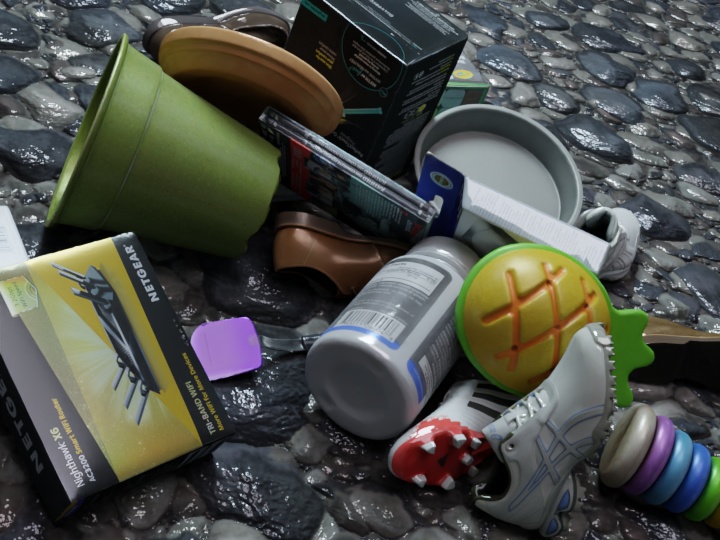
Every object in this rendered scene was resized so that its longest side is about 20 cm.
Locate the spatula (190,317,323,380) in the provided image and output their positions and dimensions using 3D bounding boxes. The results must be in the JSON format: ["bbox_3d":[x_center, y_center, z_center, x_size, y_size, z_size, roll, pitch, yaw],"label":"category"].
[{"bbox_3d":[-0.067,0.069,1.068,0.199,0.021,0.057,-2,64,-33],"label":"spatula"}]

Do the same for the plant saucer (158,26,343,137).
[{"bbox_3d":[-0.117,-0.180,1.148,0.199,0.200,0.038,20,73,-2],"label":"plant saucer"}]

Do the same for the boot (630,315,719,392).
[{"bbox_3d":[0.376,0.084,1.227,0.198,0.074,0.076,9,30,-12],"label":"boot"}]

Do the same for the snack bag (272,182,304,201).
[{"bbox_3d":[-0.078,-0.153,1.322,0.187,0.022,0.201,-6,46,-29],"label":"snack bag"}]

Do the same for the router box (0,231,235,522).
[{"bbox_3d":[-0.217,0.080,0.914,0.157,0.052,0.201,-20,74,-40],"label":"router box"}]

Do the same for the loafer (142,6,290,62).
[{"bbox_3d":[-0.171,-0.275,1.391,0.199,0.073,0.071,-15,61,-30],"label":"loafer"}]

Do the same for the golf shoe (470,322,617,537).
[{"bbox_3d":[0.156,0.135,0.959,0.096,0.202,0.078,12,17,-9],"label":"golf shoe"}]

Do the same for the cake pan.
[{"bbox_3d":[0.151,-0.099,1.257,0.198,0.037,0.202,7,57,-11],"label":"cake pan"}]

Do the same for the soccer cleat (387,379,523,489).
[{"bbox_3d":[0.093,0.142,1.032,0.199,0.069,0.085,-14,37,-36],"label":"soccer cleat"}]

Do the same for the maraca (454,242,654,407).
[{"bbox_3d":[0.179,0.057,1.025,0.199,0.138,0.107,29,1,-12],"label":"maraca"}]

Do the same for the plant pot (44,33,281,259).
[{"bbox_3d":[-0.185,-0.101,1.104,0.189,0.200,0.201,22,37,-20],"label":"plant pot"}]

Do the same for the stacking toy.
[{"bbox_3d":[0.331,0.207,1.055,0.199,0.086,0.086,28,39,2],"label":"stacking toy"}]

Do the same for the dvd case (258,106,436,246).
[{"bbox_3d":[-0.017,-0.085,1.162,0.199,0.146,0.022,33,74,7],"label":"dvd case"}]

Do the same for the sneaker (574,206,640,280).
[{"bbox_3d":[0.281,-0.036,1.291,0.078,0.100,0.200,37,41,17],"label":"sneaker"}]

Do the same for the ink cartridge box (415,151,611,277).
[{"bbox_3d":[0.135,-0.019,1.137,0.199,0.200,0.041,28,70,7],"label":"ink cartridge box"}]

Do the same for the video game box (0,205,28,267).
[{"bbox_3d":[-0.369,0.030,0.956,0.181,0.047,0.201,-5,46,-34],"label":"video game box"}]

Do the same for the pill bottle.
[{"bbox_3d":[0.043,0.056,1.056,0.113,0.114,0.200,31,43,12],"label":"pill bottle"}]

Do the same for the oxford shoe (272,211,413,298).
[{"bbox_3d":[0.000,0.000,1.164,0.198,0.071,0.072,13,70,-15],"label":"oxford shoe"}]

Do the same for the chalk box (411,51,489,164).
[{"bbox_3d":[0.068,-0.210,1.377,0.123,0.124,0.201,-2,45,-28],"label":"chalk box"}]

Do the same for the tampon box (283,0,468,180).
[{"bbox_3d":[-0.002,-0.204,1.240,0.150,0.201,0.126,40,42,16],"label":"tampon box"}]
